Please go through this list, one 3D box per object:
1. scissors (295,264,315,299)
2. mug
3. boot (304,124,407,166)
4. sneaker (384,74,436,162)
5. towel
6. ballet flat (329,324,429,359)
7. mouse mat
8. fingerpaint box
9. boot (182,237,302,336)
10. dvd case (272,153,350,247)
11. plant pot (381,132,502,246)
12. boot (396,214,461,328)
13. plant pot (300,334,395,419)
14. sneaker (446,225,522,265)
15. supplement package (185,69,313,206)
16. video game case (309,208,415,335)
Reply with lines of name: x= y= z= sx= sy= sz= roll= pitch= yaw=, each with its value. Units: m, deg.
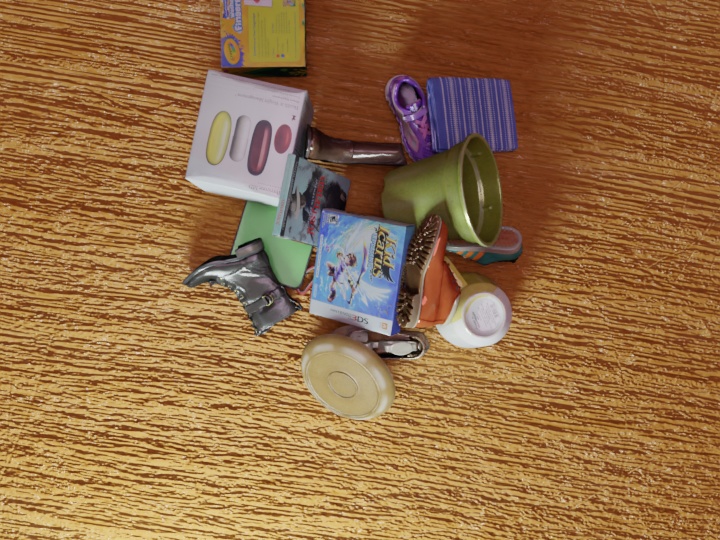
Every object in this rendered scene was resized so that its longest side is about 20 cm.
scissors: x=-0.046 y=-0.018 z=1.363 sx=0.073 sy=0.014 sz=0.200 roll=42 pitch=90 yaw=1
mug: x=0.203 y=0.073 z=1.302 sx=0.184 sy=0.153 sz=0.152 roll=22 pitch=90 yaw=-2
boot: x=-0.004 y=-0.226 z=1.282 sx=0.196 sy=0.186 sz=0.066 roll=7 pitch=99 yaw=0
sneaker: x=0.110 y=-0.292 z=1.333 sx=0.079 sy=0.088 sz=0.203 roll=-27 pitch=92 yaw=-3
towel: x=0.217 y=-0.301 z=1.336 sx=0.197 sy=0.024 sz=0.148 roll=-6 pitch=89 yaw=-27
ballet flat: x=0.032 y=0.137 z=1.283 sx=0.196 sy=0.067 sz=0.070 roll=-2 pitch=98 yaw=1
mouse mat: x=-0.163 y=-0.080 z=1.358 sx=0.158 sy=0.008 sz=0.204 roll=18 pitch=91 yaw=3
fingerpaint box: x=-0.187 y=-0.484 z=1.330 sx=0.163 sy=0.073 sz=0.204 roll=-2 pitch=89 yaw=-3
boot: x=-0.230 y=0.048 z=1.333 sx=0.197 sy=0.069 sz=0.177 roll=-22 pitch=101 yaw=11
dvd case: x=-0.087 y=-0.121 z=1.280 sx=0.022 sy=0.199 sz=0.149 roll=11 pitch=88 yaw=30
plant pot: x=0.144 y=-0.136 z=1.273 sx=0.181 sy=0.199 sz=0.205 roll=-5 pitch=90 yaw=31
boot: x=0.134 y=0.004 z=1.208 sx=0.105 sy=0.075 sz=0.204 roll=6 pitch=104 yaw=-22
plant pot: x=-0.030 y=0.210 z=1.294 sx=0.197 sy=0.028 sz=0.203 roll=15 pitch=127 yaw=19
sneaker: x=0.217 y=-0.048 z=1.345 sx=0.196 sy=0.080 sz=0.072 roll=11 pitch=60 yaw=19
supplement package: x=-0.202 y=-0.239 z=1.288 sx=0.187 sy=0.147 sz=0.204 roll=11 pitch=88 yaw=2
video game case: x=0.000 y=0.000 z=1.271 sx=0.178 sy=0.045 sz=0.204 roll=13 pitch=101 yaw=26
